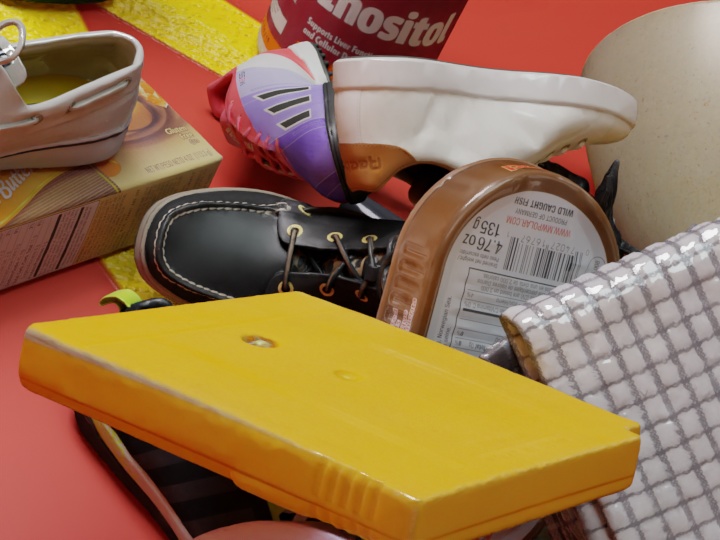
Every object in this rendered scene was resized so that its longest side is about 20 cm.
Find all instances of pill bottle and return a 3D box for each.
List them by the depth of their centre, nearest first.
[{"bbox_3d":[0.020,-0.199,1.191,0.113,0.200,0.113,18,36,-14],"label":"pill bottle"}]

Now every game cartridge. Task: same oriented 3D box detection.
[{"bbox_3d":[-0.007,0.056,0.770,0.200,0.032,0.176,22,17,34],"label":"game cartridge"}]

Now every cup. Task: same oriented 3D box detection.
[{"bbox_3d":[0.231,-0.051,1.185,0.200,0.200,0.143,17,61,-16],"label":"cup"}]

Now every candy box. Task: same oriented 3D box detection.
[{"bbox_3d":[-0.182,-0.055,0.994,0.115,0.055,0.200,43,38,20],"label":"candy box"}]

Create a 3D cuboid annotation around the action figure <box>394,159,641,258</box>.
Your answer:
[{"bbox_3d":[0.092,-0.052,1.132,0.200,0.119,0.102,30,39,11],"label":"action figure"}]

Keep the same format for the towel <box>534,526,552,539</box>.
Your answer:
[{"bbox_3d":[0.120,0.111,0.957,0.147,0.022,0.200,-25,53,-7],"label":"towel"}]

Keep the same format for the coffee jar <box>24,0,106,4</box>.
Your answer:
[{"bbox_3d":[-0.163,-0.260,1.141,0.104,0.200,0.085,-6,47,-39],"label":"coffee jar"}]

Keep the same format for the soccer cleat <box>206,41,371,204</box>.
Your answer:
[{"bbox_3d":[-0.041,-0.078,1.078,0.073,0.068,0.200,-15,23,-5],"label":"soccer cleat"}]

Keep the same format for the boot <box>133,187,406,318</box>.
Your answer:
[{"bbox_3d":[0.000,0.000,0.972,0.200,0.073,0.151,16,-8,-26],"label":"boot"}]

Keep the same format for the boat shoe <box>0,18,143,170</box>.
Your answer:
[{"bbox_3d":[-0.184,-0.088,0.909,0.202,0.086,0.075,-11,51,-41],"label":"boat shoe"}]

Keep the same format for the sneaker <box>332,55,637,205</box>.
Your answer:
[{"bbox_3d":[0.066,-0.066,1.022,0.200,0.085,0.073,0,0,-36],"label":"sneaker"}]

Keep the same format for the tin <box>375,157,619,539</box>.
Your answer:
[{"bbox_3d":[0.057,0.047,0.900,0.112,0.200,0.042,12,6,-26],"label":"tin"}]

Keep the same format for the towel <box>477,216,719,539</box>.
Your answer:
[{"bbox_3d":[0.160,0.083,0.868,0.165,0.086,0.200,-25,88,-13],"label":"towel"}]

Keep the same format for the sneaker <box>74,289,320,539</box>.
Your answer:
[{"bbox_3d":[-0.057,0.087,0.875,0.200,0.083,0.072,40,36,16],"label":"sneaker"}]

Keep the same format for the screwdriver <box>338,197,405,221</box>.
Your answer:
[{"bbox_3d":[0.068,0.016,1.095,0.200,0.029,0.028,33,35,16],"label":"screwdriver"}]

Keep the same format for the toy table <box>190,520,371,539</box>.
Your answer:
[{"bbox_3d":[-0.002,0.160,0.736,0.117,0.200,0.184,7,81,-40],"label":"toy table"}]
